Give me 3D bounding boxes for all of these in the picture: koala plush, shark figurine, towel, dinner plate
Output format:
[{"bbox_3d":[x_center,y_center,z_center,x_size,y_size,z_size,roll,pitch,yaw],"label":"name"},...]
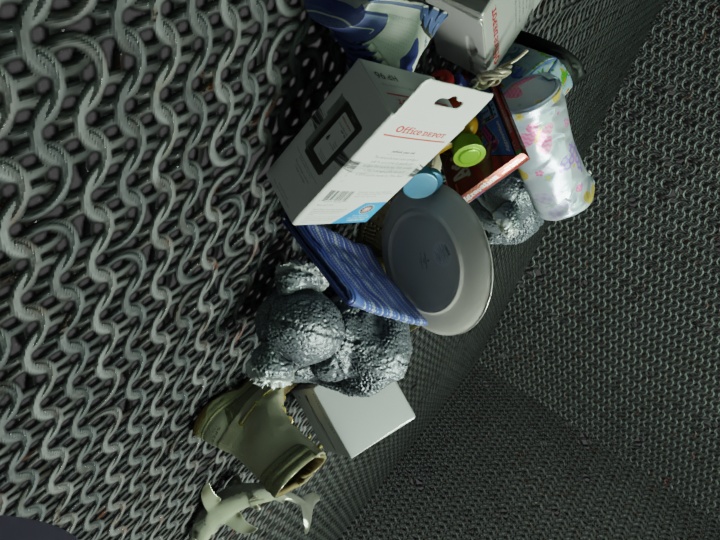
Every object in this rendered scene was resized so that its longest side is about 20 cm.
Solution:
[{"bbox_3d":[-0.051,0.072,0.788,0.200,0.183,0.178,26,85,-51],"label":"koala plush"},{"bbox_3d":[-0.175,0.359,1.017,0.090,0.213,0.129,-117,-161,-69],"label":"shark figurine"},{"bbox_3d":[0.000,0.000,0.754,0.024,0.145,0.200,-45,152,13],"label":"towel"},{"bbox_3d":[0.237,-0.127,1.024,0.200,0.183,0.178,123,-10,-85],"label":"koala plush"},{"bbox_3d":[0.085,-0.012,0.799,0.024,0.200,0.201,-16,139,-37],"label":"dinner plate"}]

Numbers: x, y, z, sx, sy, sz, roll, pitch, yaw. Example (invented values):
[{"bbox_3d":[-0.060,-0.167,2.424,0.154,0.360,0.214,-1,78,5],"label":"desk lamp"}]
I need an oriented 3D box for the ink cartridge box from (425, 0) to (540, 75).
[{"bbox_3d":[0.167,-0.355,0.750,0.200,0.084,0.146,-56,162,-2],"label":"ink cartridge box"}]

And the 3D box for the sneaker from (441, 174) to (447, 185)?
[{"bbox_3d":[0.115,-0.098,0.969,0.200,0.074,0.089,-107,-149,-61],"label":"sneaker"}]

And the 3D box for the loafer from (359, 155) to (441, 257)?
[{"bbox_3d":[0.058,-0.109,0.902,0.068,0.076,0.200,-37,162,-49],"label":"loafer"}]

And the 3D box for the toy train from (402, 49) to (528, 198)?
[{"bbox_3d":[0.120,-0.173,0.741,0.199,0.116,0.085,-27,144,20],"label":"toy train"}]

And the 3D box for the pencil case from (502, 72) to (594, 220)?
[{"bbox_3d":[0.250,-0.161,0.846,0.200,0.090,0.083,55,21,-35],"label":"pencil case"}]

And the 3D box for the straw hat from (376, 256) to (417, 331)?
[{"bbox_3d":[0.043,0.024,0.938,0.201,0.085,0.201,-32,-164,10],"label":"straw hat"}]

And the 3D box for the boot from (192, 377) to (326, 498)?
[{"bbox_3d":[-0.105,0.208,0.856,0.200,0.154,0.072,-27,145,-57],"label":"boot"}]

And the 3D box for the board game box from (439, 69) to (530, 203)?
[{"bbox_3d":[0.141,-0.180,0.802,0.019,0.201,0.103,28,128,-36],"label":"board game box"}]

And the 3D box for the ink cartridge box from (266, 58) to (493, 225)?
[{"bbox_3d":[0.015,-0.129,0.606,0.116,0.068,0.200,-8,154,-49],"label":"ink cartridge box"}]

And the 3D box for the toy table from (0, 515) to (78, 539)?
[{"bbox_3d":[-0.296,0.255,0.441,0.200,0.183,0.118,34,73,-60],"label":"toy table"}]

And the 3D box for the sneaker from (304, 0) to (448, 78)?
[{"bbox_3d":[0.016,-0.209,0.608,0.199,0.080,0.116,-28,144,-59],"label":"sneaker"}]

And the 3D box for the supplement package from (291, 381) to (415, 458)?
[{"bbox_3d":[-0.018,0.207,0.991,0.117,0.117,0.200,-28,176,-19],"label":"supplement package"}]

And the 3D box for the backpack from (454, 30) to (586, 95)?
[{"bbox_3d":[0.198,-0.248,0.917,0.154,0.163,0.201,18,106,-54],"label":"backpack"}]
